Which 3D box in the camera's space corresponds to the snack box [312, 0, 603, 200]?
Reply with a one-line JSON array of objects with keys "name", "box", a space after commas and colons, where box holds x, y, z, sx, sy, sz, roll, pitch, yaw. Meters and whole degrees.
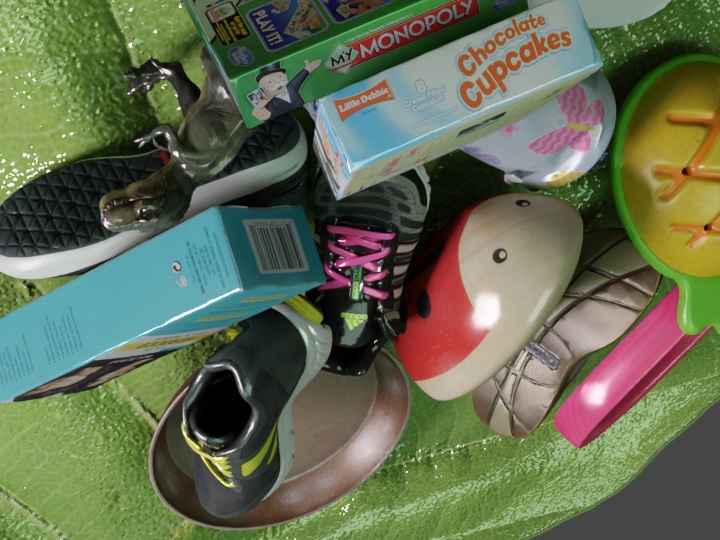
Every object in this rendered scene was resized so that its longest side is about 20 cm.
[{"name": "snack box", "box": [0.036, -0.077, 0.640, 0.116, 0.200, 0.037, -24, 91, -3]}]

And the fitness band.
[{"name": "fitness band", "box": [0.225, 0.056, 1.017, 0.200, 0.037, 0.143, -51, 163, 19]}]

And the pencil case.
[{"name": "pencil case", "box": [0.059, -0.109, 0.800, 0.199, 0.083, 0.091, 14, 130, -35]}]

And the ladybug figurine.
[{"name": "ladybug figurine", "box": [0.074, 0.013, 0.884, 0.072, 0.136, 0.200, 30, 146, -8]}]

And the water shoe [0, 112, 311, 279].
[{"name": "water shoe", "box": [-0.120, -0.029, 0.791, 0.199, 0.072, 0.079, -20, 143, -5]}]

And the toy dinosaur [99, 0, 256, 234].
[{"name": "toy dinosaur", "box": [-0.077, -0.105, 0.728, 0.200, 0.088, 0.047, -46, 159, -4]}]

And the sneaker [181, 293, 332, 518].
[{"name": "sneaker", "box": [-0.085, 0.095, 0.844, 0.085, 0.074, 0.201, -36, 154, -44]}]

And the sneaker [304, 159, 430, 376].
[{"name": "sneaker", "box": [0.000, 0.000, 0.829, 0.073, 0.088, 0.200, 8, 146, -1]}]

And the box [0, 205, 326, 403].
[{"name": "box", "box": [-0.124, 0.021, 0.775, 0.199, 0.049, 0.082, -25, 169, 32]}]

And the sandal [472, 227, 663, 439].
[{"name": "sandal", "box": [0.153, 0.044, 0.995, 0.054, 0.080, 0.201, -26, 153, -55]}]

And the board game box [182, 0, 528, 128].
[{"name": "board game box", "box": [-0.023, -0.154, 0.633, 0.134, 0.200, 0.029, -24, 132, -5]}]

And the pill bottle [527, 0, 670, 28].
[{"name": "pill bottle", "box": [0.117, -0.220, 0.629, 0.110, 0.201, 0.111, 8, 155, 4]}]

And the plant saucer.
[{"name": "plant saucer", "box": [-0.060, 0.110, 0.973, 0.199, 0.035, 0.201, -14, 135, -14]}]

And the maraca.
[{"name": "maraca", "box": [0.238, -0.048, 0.903, 0.137, 0.107, 0.201, -30, 108, -12]}]
